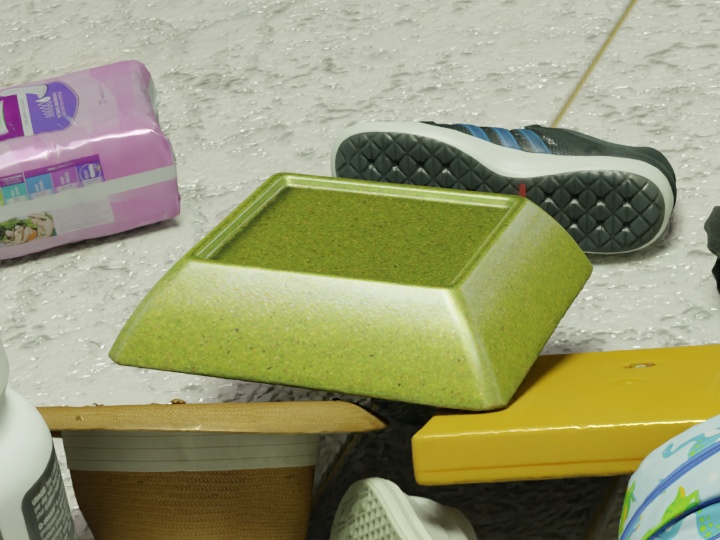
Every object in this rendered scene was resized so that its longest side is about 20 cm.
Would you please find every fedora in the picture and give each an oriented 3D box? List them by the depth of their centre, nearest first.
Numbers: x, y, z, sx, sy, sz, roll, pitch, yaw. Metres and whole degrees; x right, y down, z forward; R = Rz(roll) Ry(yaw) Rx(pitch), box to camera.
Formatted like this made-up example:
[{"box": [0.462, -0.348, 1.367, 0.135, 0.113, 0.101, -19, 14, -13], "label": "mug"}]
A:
[{"box": [-0.081, 0.103, 1.235, 0.200, 0.082, 0.201, -1, -3, 0], "label": "fedora"}]

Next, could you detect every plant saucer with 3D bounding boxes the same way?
[{"box": [0.000, 0.000, 1.293, 0.199, 0.048, 0.200, 6, 22, 17], "label": "plant saucer"}]

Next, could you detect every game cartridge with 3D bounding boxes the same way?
[{"box": [0.129, 0.067, 1.234, 0.176, 0.033, 0.200, -4, 8, 14], "label": "game cartridge"}]

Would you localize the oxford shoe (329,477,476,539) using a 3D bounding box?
[{"box": [0.039, 0.160, 1.150, 0.058, 0.075, 0.200, 18, 22, -24], "label": "oxford shoe"}]

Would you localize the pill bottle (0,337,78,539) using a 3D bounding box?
[{"box": [-0.185, 0.120, 1.154, 0.116, 0.201, 0.117, -8, 29, 4], "label": "pill bottle"}]

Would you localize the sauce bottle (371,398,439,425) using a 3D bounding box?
[{"box": [0.005, 0.016, 1.410, 0.064, 0.065, 0.200, -18, 27, -12], "label": "sauce bottle"}]

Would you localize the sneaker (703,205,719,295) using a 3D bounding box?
[{"box": [0.272, 0.005, 1.339, 0.199, 0.060, 0.104, -3, 35, 21], "label": "sneaker"}]

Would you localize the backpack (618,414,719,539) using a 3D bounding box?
[{"box": [0.202, 0.118, 1.075, 0.199, 0.164, 0.154, -6, 37, 24], "label": "backpack"}]

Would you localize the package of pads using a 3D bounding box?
[{"box": [-0.215, -0.063, 1.610, 0.199, 0.076, 0.121, -14, 27, -4], "label": "package of pads"}]

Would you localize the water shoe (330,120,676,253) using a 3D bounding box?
[{"box": [0.083, -0.049, 1.495, 0.199, 0.072, 0.079, 11, 21, 11], "label": "water shoe"}]
